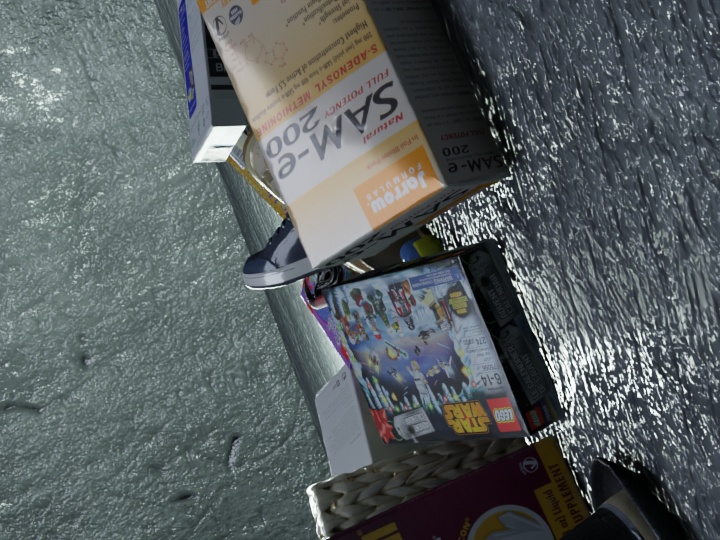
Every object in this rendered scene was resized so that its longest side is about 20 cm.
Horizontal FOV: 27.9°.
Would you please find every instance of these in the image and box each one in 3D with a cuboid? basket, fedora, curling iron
[{"bbox_3d":[0.058,0.211,1.212,0.136,0.200,0.124,111,140,-79],"label":"basket"},{"bbox_3d":[0.157,0.219,0.914,0.201,0.091,0.201,158,90,-83],"label":"fedora"},{"bbox_3d":[0.000,0.000,1.335,0.200,0.026,0.050,-17,81,58],"label":"curling iron"}]

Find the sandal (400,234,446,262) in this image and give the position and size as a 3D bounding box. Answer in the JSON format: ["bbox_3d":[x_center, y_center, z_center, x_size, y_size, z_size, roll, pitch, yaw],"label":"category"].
[{"bbox_3d":[0.055,0.057,1.194,0.080,0.087,0.200,-118,11,-47],"label":"sandal"}]

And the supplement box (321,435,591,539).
[{"bbox_3d":[0.077,0.224,1.091,0.103,0.200,0.131,101,144,-77],"label":"supplement box"}]

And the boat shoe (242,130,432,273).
[{"bbox_3d":[-0.009,-0.044,1.162,0.200,0.071,0.065,34,-179,-28],"label":"boat shoe"}]

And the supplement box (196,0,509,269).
[{"bbox_3d":[-0.008,-0.118,0.927,0.126,0.073,0.200,-31,78,37],"label":"supplement box"}]

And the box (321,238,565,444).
[{"bbox_3d":[0.056,0.059,1.086,0.200,0.040,0.137,-16,98,59],"label":"box"}]

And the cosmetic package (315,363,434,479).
[{"bbox_3d":[0.036,0.196,1.432,0.081,0.113,0.200,-49,43,44],"label":"cosmetic package"}]

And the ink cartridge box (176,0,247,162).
[{"bbox_3d":[-0.145,-0.213,1.380,0.099,0.039,0.201,137,127,-68],"label":"ink cartridge box"}]

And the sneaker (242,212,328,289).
[{"bbox_3d":[-0.047,-0.070,1.293,0.202,0.077,0.147,-20,95,38],"label":"sneaker"}]

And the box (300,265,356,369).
[{"bbox_3d":[-0.012,-0.001,1.462,0.200,0.039,0.137,-128,44,-64],"label":"box"}]

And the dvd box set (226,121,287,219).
[{"bbox_3d":[-0.069,-0.119,1.400,0.146,0.029,0.200,46,156,1],"label":"dvd box set"}]
